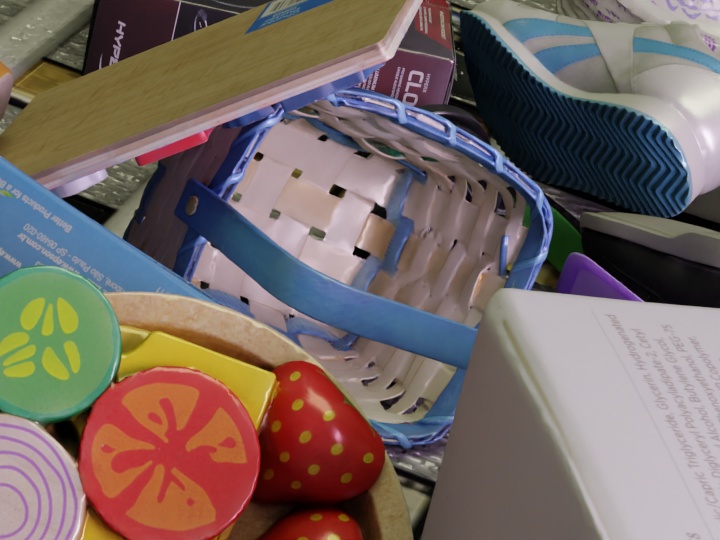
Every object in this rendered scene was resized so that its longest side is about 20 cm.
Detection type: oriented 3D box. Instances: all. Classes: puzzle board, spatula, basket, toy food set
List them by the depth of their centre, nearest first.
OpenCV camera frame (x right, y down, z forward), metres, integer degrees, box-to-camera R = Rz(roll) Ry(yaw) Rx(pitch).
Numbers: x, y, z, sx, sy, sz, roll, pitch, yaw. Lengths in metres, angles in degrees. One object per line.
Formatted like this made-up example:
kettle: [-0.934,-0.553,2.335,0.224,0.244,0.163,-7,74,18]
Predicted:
toy food set: [-0.079,0.102,0.974,0.197,0.201,0.049,19,-14,-1]
puzzle board: [-0.064,-0.074,1.184,0.199,0.017,0.151,-19,17,18]
basket: [0.000,0.000,1.193,0.176,0.140,0.200,22,11,-36]
spatula: [0.149,0.075,1.216,0.020,0.057,0.200,-30,72,-21]

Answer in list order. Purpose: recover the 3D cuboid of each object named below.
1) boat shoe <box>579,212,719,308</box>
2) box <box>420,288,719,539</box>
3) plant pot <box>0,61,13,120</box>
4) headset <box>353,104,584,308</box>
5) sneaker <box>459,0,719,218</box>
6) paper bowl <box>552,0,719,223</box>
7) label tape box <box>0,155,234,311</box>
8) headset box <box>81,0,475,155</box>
boat shoe: [0.146,0.011,1.279,0.073,0.061,0.200,6,4,-22]
box: [0.118,0.142,0.947,0.170,0.200,0.200,5,29,-17]
plant pot: [-0.248,-0.070,1.182,0.183,0.201,0.200,28,28,-1]
headset: [0.022,-0.022,1.372,0.199,0.094,0.124,30,23,-5]
sneaker: [0.120,-0.085,1.401,0.081,0.077,0.200,-28,35,-23]
paper bowl: [0.191,-0.094,1.518,0.200,0.105,0.201,16,23,-7]
label tape box: [-0.147,0.071,1.057,0.144,0.063,0.200,33,76,28]
headset box: [-0.037,-0.122,1.495,0.199,0.075,0.149,11,28,-8]
